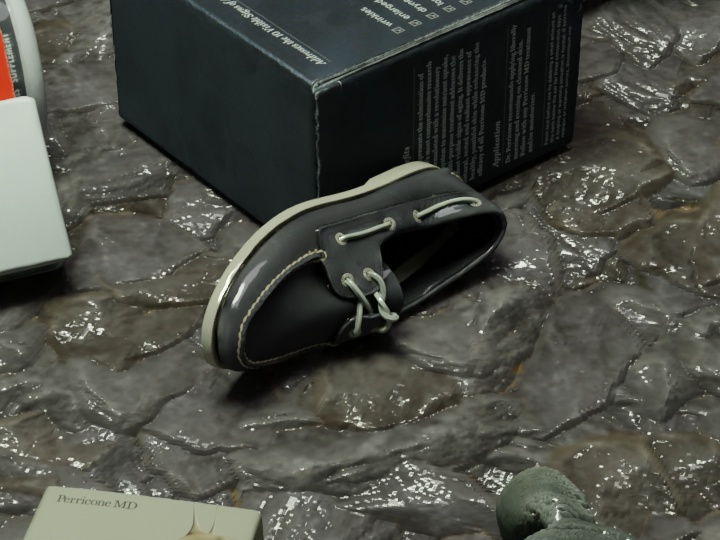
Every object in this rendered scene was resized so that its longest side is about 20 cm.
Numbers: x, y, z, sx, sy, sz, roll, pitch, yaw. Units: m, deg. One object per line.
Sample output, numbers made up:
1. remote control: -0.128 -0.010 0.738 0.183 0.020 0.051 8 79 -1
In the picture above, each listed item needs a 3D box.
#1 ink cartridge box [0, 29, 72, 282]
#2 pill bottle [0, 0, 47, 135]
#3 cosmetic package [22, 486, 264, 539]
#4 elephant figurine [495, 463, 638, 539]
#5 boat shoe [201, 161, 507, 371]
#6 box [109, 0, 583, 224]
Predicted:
1. ink cartridge box: -0.271 -0.066 1.232 0.200 0.174 0.044 -13 -5 -16
2. pill bottle: -0.287 -0.103 1.315 0.200 0.112 0.112 -14 38 -16
3. cosmetic package: -0.108 0.185 0.953 0.103 0.073 0.200 5 38 8
4. elephant figurine: 0.077 0.145 0.895 0.155 0.200 0.142 -3 37 -3
5. boat shoe: 0.000 0.000 1.204 0.063 0.073 0.200 23 38 33
6. box: -0.010 -0.131 1.337 0.197 0.124 0.200 -24 43 -31
